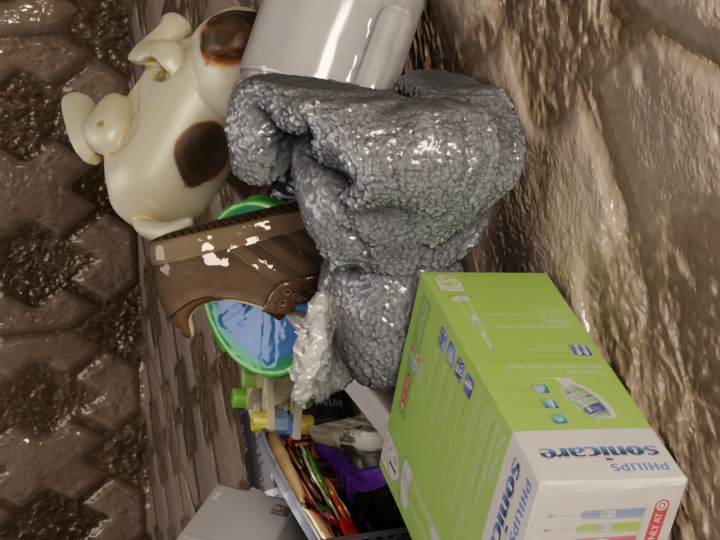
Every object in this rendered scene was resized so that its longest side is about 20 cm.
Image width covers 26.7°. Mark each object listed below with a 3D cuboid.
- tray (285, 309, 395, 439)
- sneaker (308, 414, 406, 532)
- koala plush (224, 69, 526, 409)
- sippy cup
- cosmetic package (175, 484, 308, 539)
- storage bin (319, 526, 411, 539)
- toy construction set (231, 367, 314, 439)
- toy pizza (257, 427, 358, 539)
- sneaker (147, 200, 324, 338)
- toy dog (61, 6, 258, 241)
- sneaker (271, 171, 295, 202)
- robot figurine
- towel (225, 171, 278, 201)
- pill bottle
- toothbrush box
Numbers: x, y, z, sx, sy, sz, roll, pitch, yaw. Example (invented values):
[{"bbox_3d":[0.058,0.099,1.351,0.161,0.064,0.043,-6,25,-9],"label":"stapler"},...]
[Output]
[{"bbox_3d":[0.024,0.103,1.067,0.200,0.022,0.107,52,169,-15],"label":"tray"},{"bbox_3d":[0.008,0.172,1.251,0.200,0.069,0.100,165,93,-78],"label":"sneaker"},{"bbox_3d":[0.019,-0.014,0.944,0.184,0.176,0.201,-149,58,-61],"label":"koala plush"},{"bbox_3d":[-0.033,0.004,1.177,0.177,0.130,0.141,8,104,42],"label":"sippy cup"},{"bbox_3d":[-0.067,0.286,1.324,0.106,0.090,0.200,3,137,43],"label":"cosmetic package"},{"bbox_3d":[0.018,0.288,1.109,0.094,0.134,0.201,-111,21,-47],"label":"storage bin"},{"bbox_3d":[-0.068,0.049,1.354,0.131,0.092,0.201,163,123,-78],"label":"toy construction set"},{"bbox_3d":[-0.020,0.209,1.228,0.201,0.032,0.200,58,178,2],"label":"toy pizza"},{"bbox_3d":[-0.045,-0.008,1.061,0.070,0.199,0.076,-97,-5,-79],"label":"sneaker"},{"bbox_3d":[-0.135,-0.137,1.253,0.200,0.139,0.194,-41,31,21],"label":"toy dog"},{"bbox_3d":[-0.054,-0.092,1.405,0.200,0.070,0.109,-34,73,65],"label":"sneaker"},{"bbox_3d":[-0.025,-0.156,1.089,0.169,0.113,0.201,14,85,58],"label":"robot figurine"},{"bbox_3d":[-0.071,-0.155,1.320,0.201,0.023,0.144,-60,36,11],"label":"towel"},{"bbox_3d":[-0.059,0.169,1.437,0.106,0.106,0.201,121,141,-67],"label":"pill bottle"},{"bbox_3d":[0.086,0.112,0.847,0.200,0.086,0.146,-116,31,-56],"label":"toothbrush box"}]
